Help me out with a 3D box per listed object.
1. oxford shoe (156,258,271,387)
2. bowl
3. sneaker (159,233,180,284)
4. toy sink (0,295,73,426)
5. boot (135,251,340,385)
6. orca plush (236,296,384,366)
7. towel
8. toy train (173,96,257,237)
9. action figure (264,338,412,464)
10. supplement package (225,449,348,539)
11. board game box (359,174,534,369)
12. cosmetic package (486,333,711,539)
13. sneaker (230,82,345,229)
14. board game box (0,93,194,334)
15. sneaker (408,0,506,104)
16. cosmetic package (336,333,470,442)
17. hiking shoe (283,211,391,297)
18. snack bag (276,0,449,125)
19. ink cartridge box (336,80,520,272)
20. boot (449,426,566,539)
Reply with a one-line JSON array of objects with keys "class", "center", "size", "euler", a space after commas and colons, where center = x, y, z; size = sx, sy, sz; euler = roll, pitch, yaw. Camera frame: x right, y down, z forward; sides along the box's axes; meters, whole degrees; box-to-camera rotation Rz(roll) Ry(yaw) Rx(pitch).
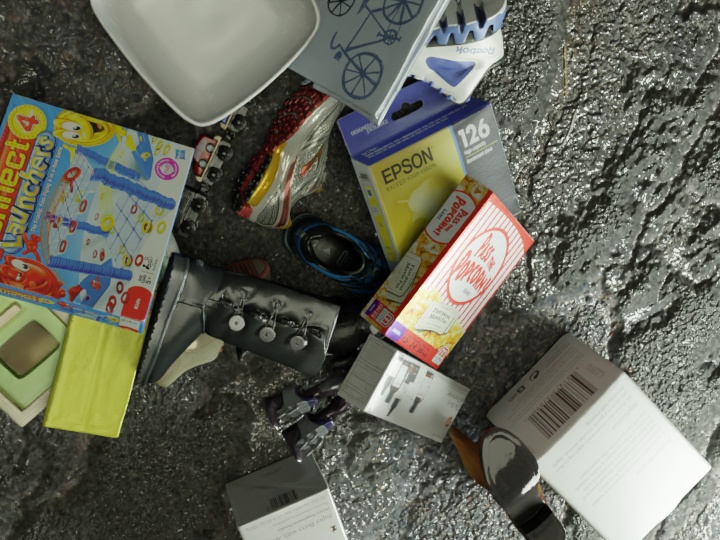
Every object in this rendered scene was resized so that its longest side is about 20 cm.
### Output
[{"class": "oxford shoe", "center": [-0.182, 0.061, 1.204], "size": [0.199, 0.071, 0.074], "euler": [-35, 124, 3]}, {"class": "bowl", "center": [-0.164, -0.279, 1.097], "size": [0.199, 0.075, 0.200], "euler": [-40, 98, -1]}, {"class": "sneaker", "center": [-0.279, -0.042, 1.139], "size": [0.118, 0.074, 0.201], "euler": [-27, 100, -13]}, {"class": "toy sink", "center": [-0.394, 0.049, 1.113], "size": [0.130, 0.112, 0.200], "euler": [-40, 110, -3]}, {"class": "boot", "center": [-0.139, 0.080, 1.140], "size": [0.199, 0.066, 0.166], "euler": [17, 112, -19]}, {"class": "orca plush", "center": [-0.059, 0.053, 1.206], "size": [0.199, 0.106, 0.071], "euler": [2, 137, 12]}, {"class": "towel", "center": [-0.280, 0.077, 1.095], "size": [0.086, 0.018, 0.201], "euler": [14, 89, -24]}, {"class": "toy train", "center": [-0.174, -0.134, 1.168], "size": [0.046, 0.034, 0.201], "euler": [26, 97, -7]}, {"class": "action figure", "center": [-0.016, 0.150, 1.259], "size": [0.199, 0.069, 0.130], "euler": [-34, 119, 0]}, {"class": "supplement package", "center": [-0.076, 0.355, 1.271], "size": [0.121, 0.120, 0.201], "euler": [-22, 109, -9]}, {"class": "board game box", "center": [0.105, 0.006, 1.181], "size": [0.200, 0.046, 0.151], "euler": [-53, 146, 1]}, {"class": "cosmetic package", "center": [0.306, 0.222, 1.314], "size": [0.165, 0.165, 0.200], "euler": [-44, 110, 0]}, {"class": "sneaker", "center": [-0.069, -0.139, 1.179], "size": [0.082, 0.078, 0.200], "euler": [30, 100, -31]}, {"class": "board game box", "center": [-0.294, -0.059, 1.050], "size": [0.195, 0.056, 0.201], "euler": [16, 73, -11]}, {"class": "sneaker", "center": [0.079, -0.240, 1.158], "size": [0.198, 0.081, 0.115], "euler": [-9, 133, 15]}, {"class": "cosmetic package", "center": [0.058, 0.149, 1.234], "size": [0.200, 0.051, 0.083], "euler": [31, 89, -53]}, {"class": "hiking shoe", "center": [0.000, 0.000, 1.217], "size": [0.199, 0.087, 0.075], "euler": [23, 97, -19]}, {"class": "snack bag", "center": [-0.008, -0.283, 1.113], "size": [0.189, 0.200, 0.021], "euler": [-61, 151, 7]}, {"class": "ink cartridge box", "center": [0.089, -0.121, 1.202], "size": [0.197, 0.047, 0.201], "euler": [-30, 113, -27]}, {"class": "boot", "center": [0.167, 0.238, 1.264], "size": [0.068, 0.200, 0.189], "euler": [-40, 114, -4]}]
